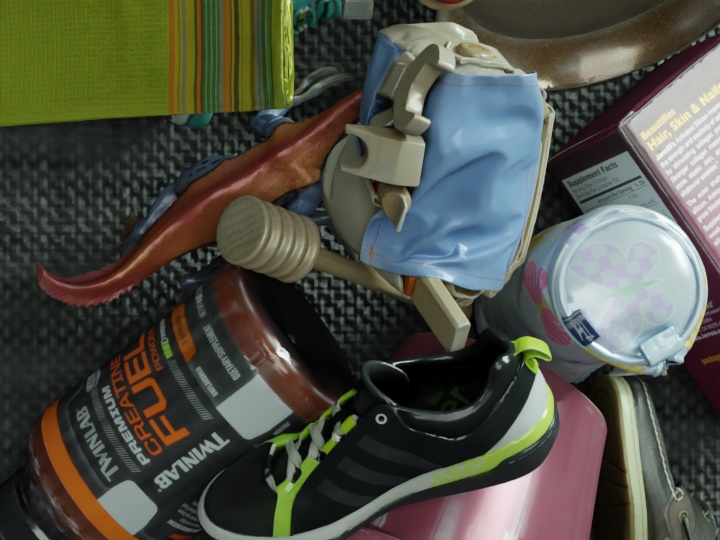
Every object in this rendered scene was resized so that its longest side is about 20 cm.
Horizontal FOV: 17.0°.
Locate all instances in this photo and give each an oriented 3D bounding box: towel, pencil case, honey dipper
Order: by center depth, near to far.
[{"bbox_3d":[-0.128,-0.126,1.314,0.199,0.018,0.087,-2,89,23],"label":"towel"},{"bbox_3d":[0.123,0.017,1.317,0.083,0.200,0.091,-43,95,-11],"label":"pencil case"},{"bbox_3d":[0.000,0.000,1.326,0.199,0.038,0.038,19,87,-48],"label":"honey dipper"}]

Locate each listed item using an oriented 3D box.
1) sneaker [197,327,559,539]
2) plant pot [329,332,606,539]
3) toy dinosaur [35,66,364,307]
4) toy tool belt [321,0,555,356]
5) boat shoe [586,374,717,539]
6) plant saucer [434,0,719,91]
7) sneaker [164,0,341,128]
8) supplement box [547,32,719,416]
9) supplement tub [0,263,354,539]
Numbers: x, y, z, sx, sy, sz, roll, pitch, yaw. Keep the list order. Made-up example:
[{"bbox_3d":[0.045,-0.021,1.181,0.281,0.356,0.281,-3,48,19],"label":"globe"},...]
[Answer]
[{"bbox_3d":[0.003,0.077,1.214,0.199,0.072,0.083,-20,129,6],"label":"sneaker"},{"bbox_3d":[0.045,0.142,1.320,0.199,0.200,0.180,27,71,-8],"label":"plant pot"},{"bbox_3d":[-0.044,-0.037,1.311,0.181,0.200,0.105,-38,88,36],"label":"toy dinosaur"},{"bbox_3d":[0.047,-0.069,1.220,0.124,0.123,0.201,-1,119,-14],"label":"toy tool belt"},{"bbox_3d":[0.173,0.153,1.395,0.064,0.073,0.202,-12,102,-14],"label":"boat shoe"},{"bbox_3d":[0.133,-0.168,1.334,0.199,0.201,0.032,-13,64,-9],"label":"plant saucer"},{"bbox_3d":[-0.044,-0.162,1.353,0.079,0.077,0.201,33,85,-17],"label":"sneaker"},{"bbox_3d":[0.214,-0.020,1.373,0.110,0.086,0.201,-39,97,-29],"label":"supplement box"},{"bbox_3d":[-0.106,0.091,1.311,0.200,0.107,0.107,-38,96,14],"label":"supplement tub"}]
